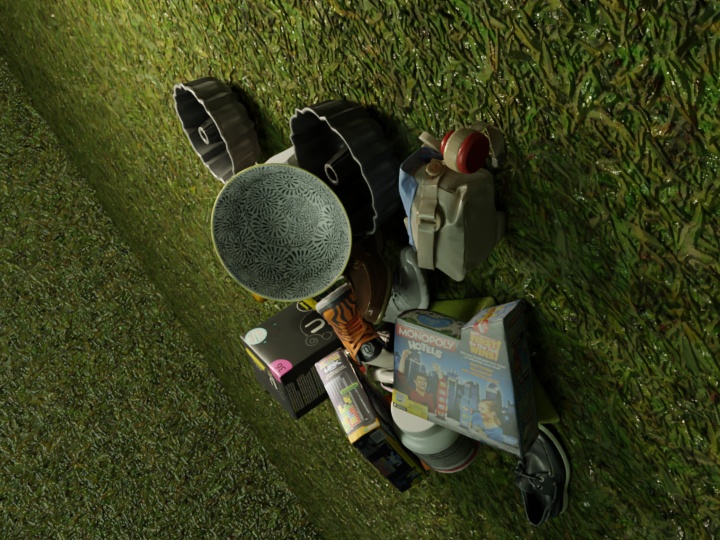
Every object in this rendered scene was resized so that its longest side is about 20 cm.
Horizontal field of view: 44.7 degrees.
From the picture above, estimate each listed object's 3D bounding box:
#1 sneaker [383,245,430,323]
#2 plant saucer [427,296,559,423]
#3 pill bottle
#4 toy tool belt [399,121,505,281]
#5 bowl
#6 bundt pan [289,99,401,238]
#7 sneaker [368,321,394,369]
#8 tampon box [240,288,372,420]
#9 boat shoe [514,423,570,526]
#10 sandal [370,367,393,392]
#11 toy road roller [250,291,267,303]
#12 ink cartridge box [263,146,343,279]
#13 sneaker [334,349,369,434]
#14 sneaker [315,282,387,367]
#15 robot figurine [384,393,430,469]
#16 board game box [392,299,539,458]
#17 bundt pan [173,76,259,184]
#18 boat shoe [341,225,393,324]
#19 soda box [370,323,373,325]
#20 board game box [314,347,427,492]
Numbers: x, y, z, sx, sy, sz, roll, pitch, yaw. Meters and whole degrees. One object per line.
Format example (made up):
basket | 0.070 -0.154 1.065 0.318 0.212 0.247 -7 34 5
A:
sneaker | 0.056 0.032 1.276 0.200 0.082 0.075 94 175 -58
plant saucer | 0.170 0.138 1.253 0.200 0.048 0.200 60 160 -7
pill bottle | 0.114 0.238 1.354 0.111 0.111 0.200 44 176 32
toy tool belt | 0.088 -0.091 1.006 0.123 0.125 0.200 31 148 34
bowl | -0.101 -0.065 1.239 0.201 0.200 0.094 62 -161 -13
bundt pan | -0.011 -0.149 1.206 0.202 0.076 0.202 47 158 26
sneaker | 0.074 0.120 1.449 0.085 0.073 0.200 21 157 -22
tampon box | -0.095 0.149 1.651 0.150 0.200 0.126 36 151 43
boat shoe | 0.255 0.302 1.268 0.074 0.066 0.200 37 152 39
sandal | 0.069 0.194 1.512 0.203 0.082 0.050 163 99 -82
toy road roller | -0.138 -0.020 1.582 0.123 0.146 0.200 55 159 6
ink cartridge box | -0.082 -0.085 1.359 0.200 0.083 0.145 62 -160 -14
sneaker | -0.020 0.242 1.583 0.070 0.093 0.200 8 124 9
sneaker | -0.005 0.083 1.331 0.112 0.078 0.200 55 178 10
robot figurine | 0.090 0.285 1.550 0.117 0.144 0.200 46 165 -24
board game box | 0.143 0.119 1.150 0.200 0.062 0.200 18 123 27
bundt pan | -0.250 -0.258 1.568 0.202 0.076 0.202 47 158 26
boat shoe | 0.000 -0.001 1.242 0.200 0.067 0.072 -99 29 -50
soda box | 0.004 0.056 1.487 0.071 0.063 0.200 58 160 -3
board game box | 0.018 0.239 1.385 0.200 0.057 0.165 54 -177 -46
